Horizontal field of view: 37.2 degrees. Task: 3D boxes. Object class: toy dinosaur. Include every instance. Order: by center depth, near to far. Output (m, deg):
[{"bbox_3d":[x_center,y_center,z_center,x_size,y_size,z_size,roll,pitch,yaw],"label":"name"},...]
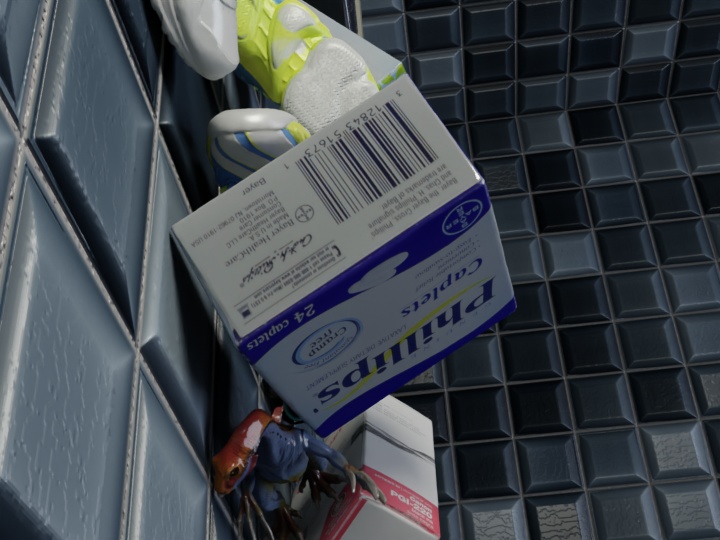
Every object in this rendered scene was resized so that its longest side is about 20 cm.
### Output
[{"bbox_3d":[-0.075,0.143,0.798,0.200,0.105,0.182,41,-17,41],"label":"toy dinosaur"}]

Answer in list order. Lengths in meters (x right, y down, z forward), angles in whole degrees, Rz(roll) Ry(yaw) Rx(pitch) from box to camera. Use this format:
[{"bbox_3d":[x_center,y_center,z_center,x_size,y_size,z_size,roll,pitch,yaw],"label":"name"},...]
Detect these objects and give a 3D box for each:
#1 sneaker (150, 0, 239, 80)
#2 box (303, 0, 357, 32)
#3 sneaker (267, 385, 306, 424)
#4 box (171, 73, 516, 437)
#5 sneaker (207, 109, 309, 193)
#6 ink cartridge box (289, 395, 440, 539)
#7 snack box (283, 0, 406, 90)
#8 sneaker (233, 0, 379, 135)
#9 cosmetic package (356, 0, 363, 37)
[{"bbox_3d":[-0.091,-0.223,0.685,0.078,0.099,0.201,-88,171,-65],"label":"sneaker"},{"bbox_3d":[-0.064,-0.318,1.193,0.200,0.107,0.149,-87,171,-71],"label":"box"},{"bbox_3d":[-0.054,0.117,1.029,0.200,0.075,0.080,65,32,-60],"label":"sneaker"},{"bbox_3d":[0.000,0.000,0.738,0.105,0.184,0.200,56,-2,28],"label":"box"},{"bbox_3d":[-0.068,-0.043,0.802,0.200,0.075,0.106,74,11,-74],"label":"sneaker"},{"bbox_3d":[-0.002,0.215,0.960,0.146,0.085,0.200,-57,-169,18],"label":"ink cartridge box"},{"bbox_3d":[-0.024,-0.168,0.967,0.200,0.053,0.142,39,-9,34],"label":"snack box"},{"bbox_3d":[-0.054,-0.164,0.858,0.200,0.076,0.105,51,-7,-5],"label":"sneaker"},{"bbox_3d":[-0.048,-0.356,1.544,0.071,0.105,0.201,79,7,-64],"label":"cosmetic package"}]
